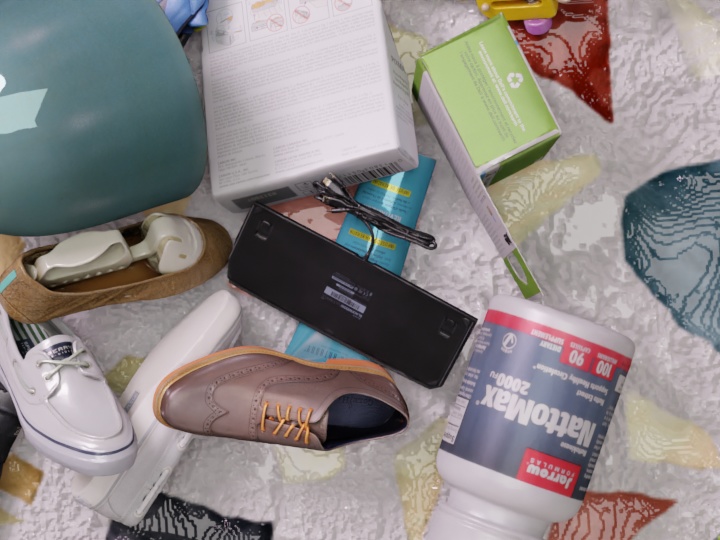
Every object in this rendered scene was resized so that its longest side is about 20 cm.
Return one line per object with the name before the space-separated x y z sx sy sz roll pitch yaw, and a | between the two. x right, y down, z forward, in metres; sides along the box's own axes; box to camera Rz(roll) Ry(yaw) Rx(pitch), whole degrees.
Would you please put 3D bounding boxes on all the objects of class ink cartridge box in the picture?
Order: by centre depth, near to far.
ink cartridge box | 0.118 -0.081 1.324 0.076 0.148 0.200 -28 87 -1
ink cartridge box | -0.046 -0.160 1.372 0.162 0.057 0.200 -13 65 18

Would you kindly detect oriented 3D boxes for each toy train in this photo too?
toy train | 0.115 -0.261 1.343 0.200 0.150 0.056 15 58 -3

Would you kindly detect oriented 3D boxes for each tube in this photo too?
tube | 0.004 -0.004 1.376 0.077 0.050 0.200 20 93 11

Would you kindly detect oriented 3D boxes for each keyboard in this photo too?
keyboard | 0.000 0.000 1.340 0.200 0.021 0.127 28 116 2

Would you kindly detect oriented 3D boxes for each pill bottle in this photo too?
pill bottle | 0.126 0.130 1.324 0.119 0.120 0.200 19 87 3

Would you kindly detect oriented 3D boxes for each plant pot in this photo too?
plant pot | -0.237 -0.118 1.283 0.161 0.201 0.201 -26 85 -29

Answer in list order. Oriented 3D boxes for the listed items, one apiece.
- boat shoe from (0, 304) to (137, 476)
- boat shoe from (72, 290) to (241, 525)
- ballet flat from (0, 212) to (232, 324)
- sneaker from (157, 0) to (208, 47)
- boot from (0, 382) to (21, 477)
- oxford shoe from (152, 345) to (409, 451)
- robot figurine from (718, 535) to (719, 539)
boat shoe | -0.236 0.081 1.309 0.073 0.200 0.067 -17 128 -35
boat shoe | -0.146 0.112 1.356 0.068 0.072 0.200 37 79 -24
ballet flat | -0.184 -0.012 1.326 0.200 0.072 0.068 -13 65 -25
sneaker | -0.146 -0.240 1.379 0.078 0.066 0.201 17 92 10
boot | -0.371 0.165 1.368 0.165 0.066 0.200 22 92 5
oxford shoe | -0.058 0.102 1.311 0.200 0.073 0.071 -2 109 -19
robot figurine | 0.334 0.293 1.308 0.200 0.116 0.176 36 87 4
